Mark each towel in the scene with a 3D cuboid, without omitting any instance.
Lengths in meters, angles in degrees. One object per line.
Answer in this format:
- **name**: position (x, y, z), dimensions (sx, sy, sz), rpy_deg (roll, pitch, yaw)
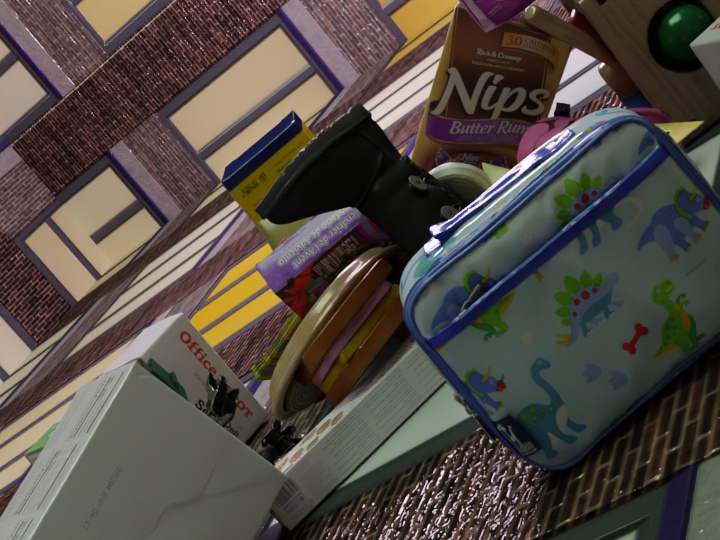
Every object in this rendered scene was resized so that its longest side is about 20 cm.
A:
- **towel**: position (-0.028, 0.032, 1.401), dimensions (0.086, 0.018, 0.201), rpy_deg (-1, -46, -49)

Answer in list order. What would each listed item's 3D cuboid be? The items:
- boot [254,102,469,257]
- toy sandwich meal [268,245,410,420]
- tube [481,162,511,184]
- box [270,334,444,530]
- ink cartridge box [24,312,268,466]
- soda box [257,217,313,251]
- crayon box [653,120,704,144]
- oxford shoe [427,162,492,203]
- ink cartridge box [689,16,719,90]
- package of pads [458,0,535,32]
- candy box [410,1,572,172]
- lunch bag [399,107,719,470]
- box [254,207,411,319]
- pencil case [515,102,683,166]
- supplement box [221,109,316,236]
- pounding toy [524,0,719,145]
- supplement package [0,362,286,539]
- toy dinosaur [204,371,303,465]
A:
- **boot**: position (0.031, -0.032, 1.170), dimensions (0.165, 0.200, 0.066), rpy_deg (-46, 0, -44)
- **toy sandwich meal**: position (-0.002, 0.062, 1.242), dimensions (0.206, 0.070, 0.205), rpy_deg (-51, -13, -16)
- **tube**: position (0.143, -0.061, 1.253), dimensions (0.200, 0.051, 0.059), rpy_deg (-134, 51, -83)
- **box**: position (-0.002, 0.126, 1.162), dimensions (0.200, 0.042, 0.039), rpy_deg (-44, 13, -12)
- **ink cartridge box**: position (-0.206, 0.161, 1.411), dimensions (0.084, 0.146, 0.200), rpy_deg (-24, 20, 49)
- **soda box**: position (-0.021, -0.021, 1.444), dimensions (0.064, 0.068, 0.200), rpy_deg (-36, -23, 14)
- **crayon box**: position (0.164, -0.026, 1.034), dimensions (0.200, 0.051, 0.127), rpy_deg (-42, 12, -5)
- **oxford shoe**: position (0.085, -0.074, 1.317), dimensions (0.200, 0.074, 0.058), rpy_deg (85, -161, -79)
- **ink cartridge box**: position (0.372, -0.209, 1.096), dimensions (0.200, 0.085, 0.144), rpy_deg (-44, 12, -9)
- **package of pads**: position (0.176, -0.306, 1.292), dimensions (0.200, 0.076, 0.120), rpy_deg (-42, 3, -39)
- **candy box**: position (0.124, -0.156, 1.386), dimensions (0.057, 0.116, 0.201), rpy_deg (-59, -13, -59)
- **lunch bag**: position (0.130, 0.008, 0.873), dimensions (0.199, 0.161, 0.083), rpy_deg (-38, 11, 6)
- **box**: position (0.000, 0.000, 1.330), dimensions (0.137, 0.039, 0.200), rpy_deg (-40, -29, 2)
- **pencil case**: position (0.207, -0.100, 1.235), dimensions (0.093, 0.092, 0.200), rpy_deg (-5, 7, -13)
- **supplement box**: position (-0.054, -0.066, 1.628), dimensions (0.109, 0.200, 0.110), rpy_deg (-38, 12, 6)
- **pounding toy**: position (0.241, -0.206, 1.252), dimensions (0.142, 0.184, 0.200), rpy_deg (-38, 12, 9)
- **supplement package**: position (-0.179, 0.201, 1.069), dimensions (0.111, 0.155, 0.201), rpy_deg (-22, 34, 54)
- **toy dinosaur**: position (-0.127, 0.184, 1.289), dimensions (0.136, 0.102, 0.200), rpy_deg (-53, 27, 13)
